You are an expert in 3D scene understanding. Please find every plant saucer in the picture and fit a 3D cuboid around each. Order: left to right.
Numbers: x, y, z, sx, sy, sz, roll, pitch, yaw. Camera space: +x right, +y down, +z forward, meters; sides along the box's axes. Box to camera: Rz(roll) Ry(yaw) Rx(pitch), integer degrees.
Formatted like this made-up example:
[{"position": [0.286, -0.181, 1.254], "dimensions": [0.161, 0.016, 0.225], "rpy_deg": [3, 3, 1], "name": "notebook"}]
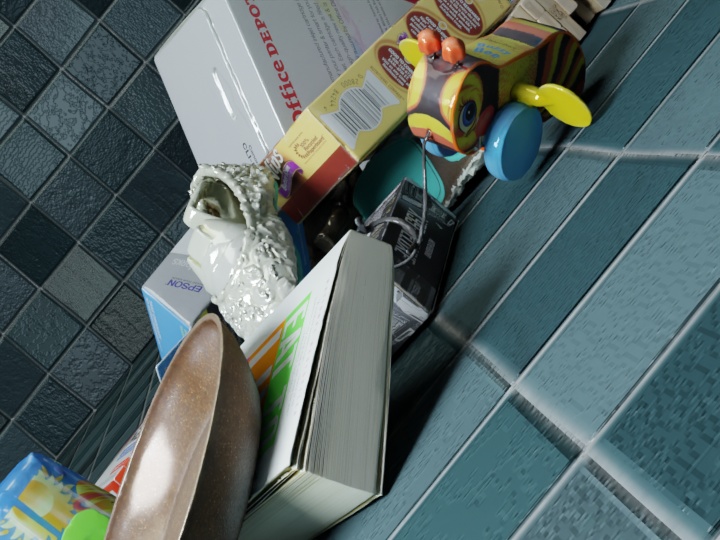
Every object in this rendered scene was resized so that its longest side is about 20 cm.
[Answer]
[{"position": [-0.093, 0.123, 0.755], "dimensions": [0.200, 0.036, 0.203], "rpy_deg": [-160, 89, -76], "name": "plant saucer"}]

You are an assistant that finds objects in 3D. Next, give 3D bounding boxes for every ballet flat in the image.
[{"position": [-0.085, -0.017, 0.967], "dimensions": [0.072, 0.071, 0.200], "rpy_deg": [-48, 23, 13], "name": "ballet flat"}, {"position": [0.070, -0.086, 1.055], "dimensions": [0.200, 0.072, 0.072], "rpy_deg": [-39, 14, 50], "name": "ballet flat"}]

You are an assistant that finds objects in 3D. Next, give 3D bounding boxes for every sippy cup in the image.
[{"position": [-0.193, 0.193, 0.961], "dimensions": [0.178, 0.130, 0.140], "rpy_deg": [-46, 9, 25], "name": "sippy cup"}]

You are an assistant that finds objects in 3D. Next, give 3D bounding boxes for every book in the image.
[{"position": [-0.044, 0.081, 0.784], "dimensions": [0.200, 0.048, 0.135], "rpy_deg": [-46, 30, 53], "name": "book"}]

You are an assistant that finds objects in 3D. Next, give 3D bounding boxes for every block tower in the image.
[{"position": [0.149, -0.200, 1.109], "dimensions": [0.201, 0.058, 0.054], "rpy_deg": [-50, 8, -7], "name": "block tower"}]

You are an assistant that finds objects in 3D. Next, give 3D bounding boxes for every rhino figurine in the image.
[{"position": [-0.035, -0.029, 1.232], "dimensions": [0.088, 0.059, 0.200], "rpy_deg": [-62, 0, -23], "name": "rhino figurine"}]

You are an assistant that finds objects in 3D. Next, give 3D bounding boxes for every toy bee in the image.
[{"position": [0.072, -0.101, 0.868], "dimensions": [0.201, 0.129, 0.110], "rpy_deg": [-65, -24, -44], "name": "toy bee"}]

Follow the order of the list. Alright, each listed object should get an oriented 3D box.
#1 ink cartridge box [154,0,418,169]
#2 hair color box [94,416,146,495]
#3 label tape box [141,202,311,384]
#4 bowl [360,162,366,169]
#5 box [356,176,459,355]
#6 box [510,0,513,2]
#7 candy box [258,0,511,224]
[{"position": [-0.040, -0.162, 1.220], "dimensions": [0.198, 0.147, 0.144], "rpy_deg": [-20, -6, -35], "name": "ink cartridge box"}, {"position": [-0.139, 0.123, 1.231], "dimensions": [0.201, 0.064, 0.111], "rpy_deg": [-54, 7, -30], "name": "hair color box"}, {"position": [-0.107, 0.049, 1.097], "dimensions": [0.201, 0.065, 0.145], "rpy_deg": [-53, -33, -40], "name": "label tape box"}, {"position": [-0.074, -0.101, 1.820], "dimensions": [0.202, 0.090, 0.201], "rpy_deg": [-50, 7, 8], "name": "bowl"}, {"position": [-0.024, 0.047, 0.961], "dimensions": [0.200, 0.050, 0.158], "rpy_deg": [-48, 8, 23], "name": "box"}, {"position": [0.107, -0.196, 1.397], "dimensions": [0.200, 0.039, 0.137], "rpy_deg": [-47, 9, 29], "name": "box"}, {"position": [0.016, -0.132, 1.085], "dimensions": [0.200, 0.056, 0.117], "rpy_deg": [-49, 5, -31], "name": "candy box"}]
